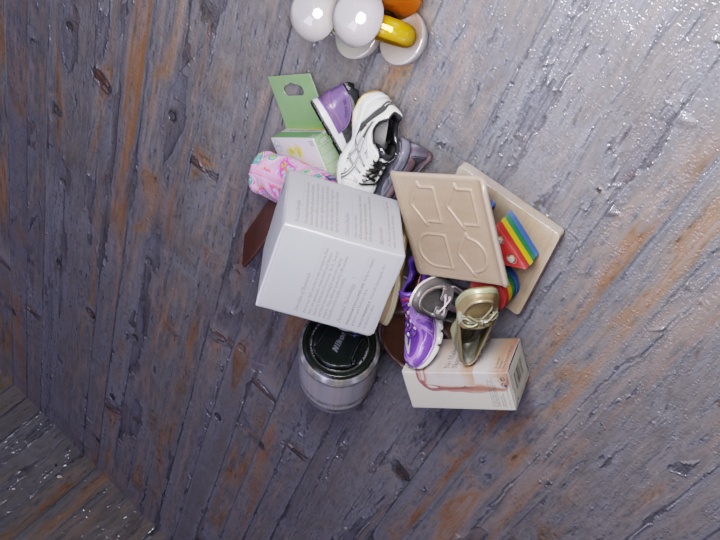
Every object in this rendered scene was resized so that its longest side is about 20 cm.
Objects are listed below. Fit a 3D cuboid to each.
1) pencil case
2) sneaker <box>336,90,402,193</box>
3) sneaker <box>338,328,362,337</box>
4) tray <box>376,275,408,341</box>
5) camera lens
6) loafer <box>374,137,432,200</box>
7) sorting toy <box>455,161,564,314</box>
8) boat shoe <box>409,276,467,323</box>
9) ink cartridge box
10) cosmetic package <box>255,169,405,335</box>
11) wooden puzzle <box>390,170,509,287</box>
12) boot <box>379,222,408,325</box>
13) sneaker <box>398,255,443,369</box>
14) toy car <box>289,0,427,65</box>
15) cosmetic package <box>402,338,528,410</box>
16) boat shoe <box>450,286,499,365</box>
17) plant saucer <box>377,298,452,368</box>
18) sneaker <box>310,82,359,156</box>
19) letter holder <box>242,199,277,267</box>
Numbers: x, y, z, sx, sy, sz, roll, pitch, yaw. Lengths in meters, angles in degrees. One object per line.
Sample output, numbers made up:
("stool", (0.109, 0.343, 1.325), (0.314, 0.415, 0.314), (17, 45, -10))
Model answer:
("pencil case", (-0.116, -0.150, 1.634), (0.199, 0.087, 0.089), (27, 138, 44))
("sneaker", (0.016, -0.184, 1.512), (0.088, 0.075, 0.203), (43, 132, 45))
("sneaker", (-0.063, 0.059, 1.703), (0.199, 0.073, 0.112), (39, 176, 26))
("tray", (0.070, 0.075, 1.782), (0.107, 0.022, 0.202), (32, 139, 24))
("camera lens", (-0.045, 0.182, 1.849), (0.159, 0.160, 0.201), (37, 155, 16))
("loafer", (0.057, -0.145, 1.581), (0.062, 0.073, 0.200), (12, 146, -18))
("sorting toy", (0.203, -0.037, 1.519), (0.198, 0.069, 0.201), (37, 140, 17))
("boat shoe", (0.153, 0.054, 1.566), (0.057, 0.199, 0.068), (31, 100, 31))
("ink cartridge box", (-0.107, -0.245, 1.661), (0.145, 0.048, 0.202), (11, 131, 52))
("cosmetic package", (-0.049, -0.030, 1.499), (0.197, 0.168, 0.168), (15, 124, -11))
("wooden puzzle", (0.145, -0.072, 1.459), (0.198, 0.046, 0.188), (12, 129, 45))
("boot", (0.000, 0.000, 1.659), (0.153, 0.073, 0.203), (7, 122, -2))
("sneaker", (0.094, 0.070, 1.631), (0.080, 0.083, 0.204), (-3, 80, 48))
("toy car", (0.005, -0.396, 1.375), (0.198, 0.174, 0.153), (17, 97, 36))
("cosmetic package", (0.186, 0.182, 1.650), (0.197, 0.104, 0.088), (-4, 122, 27))
("boat shoe", (0.186, 0.088, 1.509), (0.201, 0.072, 0.064), (103, 161, -61))
("plant saucer", (0.113, 0.133, 1.750), (0.197, 0.035, 0.202), (18, 134, 19))
("sneaker", (-0.005, -0.229, 1.566), (0.076, 0.087, 0.201), (57, 179, 40))
("letter holder", (-0.152, -0.042, 1.786), (0.099, 0.144, 0.200), (15, 148, -21))
